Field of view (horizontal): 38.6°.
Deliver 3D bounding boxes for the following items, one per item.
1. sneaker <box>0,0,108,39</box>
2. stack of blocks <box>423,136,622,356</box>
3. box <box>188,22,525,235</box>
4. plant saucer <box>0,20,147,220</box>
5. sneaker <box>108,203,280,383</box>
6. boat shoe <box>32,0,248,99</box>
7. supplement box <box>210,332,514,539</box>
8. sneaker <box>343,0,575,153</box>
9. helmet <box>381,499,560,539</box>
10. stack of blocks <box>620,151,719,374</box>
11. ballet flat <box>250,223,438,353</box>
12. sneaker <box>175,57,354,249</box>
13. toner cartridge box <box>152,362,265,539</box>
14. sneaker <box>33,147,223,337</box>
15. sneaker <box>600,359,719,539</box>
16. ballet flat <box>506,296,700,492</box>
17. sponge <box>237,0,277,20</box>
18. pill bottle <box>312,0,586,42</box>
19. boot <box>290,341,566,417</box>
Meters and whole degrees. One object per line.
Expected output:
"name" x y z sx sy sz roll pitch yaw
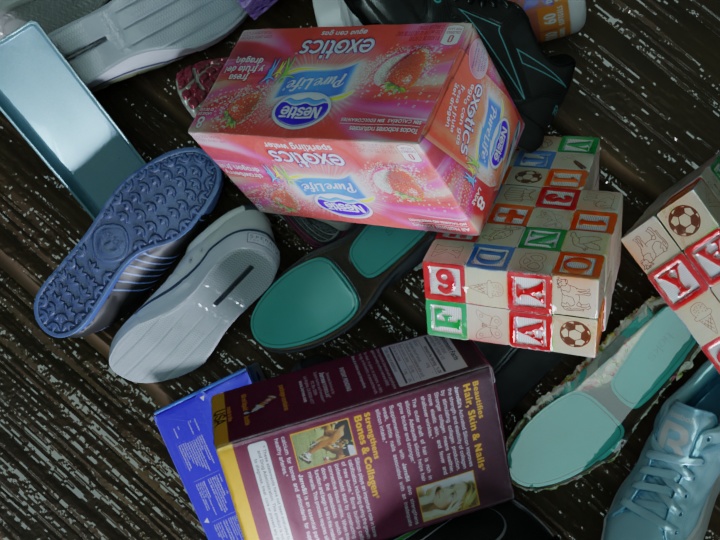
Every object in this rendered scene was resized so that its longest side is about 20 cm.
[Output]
"sneaker" -0.252 -0.264 0.878 0.199 0.073 0.119 -31 50 28
"stack of blocks" 0.128 -0.027 0.738 0.113 0.201 0.059 6 124 19
"box" -0.004 -0.097 0.699 0.198 0.103 0.096 9 63 36
"plant saucer" -0.230 -0.109 0.835 0.069 0.019 0.201 -27 128 8
"sneaker" -0.136 0.022 0.859 0.199 0.071 0.073 -37 122 26
"boat shoe" -0.184 -0.201 0.858 0.198 0.062 0.073 -24 97 -9
"supplement box" 0.001 0.128 0.746 0.197 0.086 0.112 -16 111 -6
"sneaker" 0.069 -0.168 0.728 0.199 0.076 0.080 33 102 -25
"helmet" 0.053 0.272 0.767 0.198 0.190 0.203 21 124 35
"stack of blocks" 0.264 -0.020 0.723 0.058 0.200 0.116 -39 87 34
"ballet flat" 0.000 0.000 0.811 0.199 0.073 0.073 -39 86 22
"sneaker" -0.083 -0.096 0.845 0.080 0.075 0.200 -33 71 -33
"toner cartridge box" -0.089 0.190 0.868 0.094 0.043 0.202 -25 88 8
"sneaker" -0.187 -0.023 0.861 0.200 0.078 0.070 -43 85 4
"sneaker" 0.232 0.138 0.760 0.073 0.082 0.201 15 57 44
"ballet flat" 0.194 0.098 0.809 0.200 0.064 0.076 -43 84 10
"sponge" -0.097 -0.308 0.830 0.111 0.030 0.201 -38 69 7
"pill bottle" 0.066 -0.215 0.795 0.197 0.112 0.114 -14 90 10
"boot" 0.066 0.060 0.812 0.164 0.066 0.200 39 102 -22
